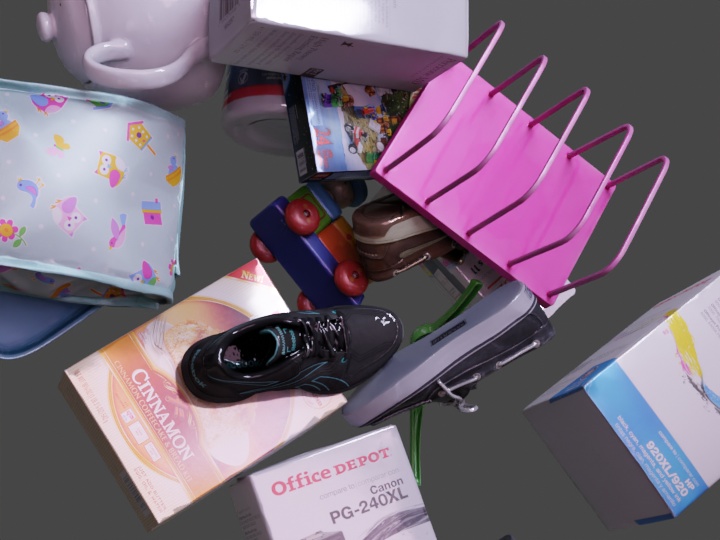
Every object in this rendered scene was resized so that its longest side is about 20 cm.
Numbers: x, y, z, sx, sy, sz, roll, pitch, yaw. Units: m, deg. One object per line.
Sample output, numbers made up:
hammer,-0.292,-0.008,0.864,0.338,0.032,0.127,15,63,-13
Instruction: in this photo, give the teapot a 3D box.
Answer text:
teapot,-0.210,-0.223,1.357,0.145,0.200,0.198,-14,81,-22

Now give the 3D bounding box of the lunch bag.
lunch bag,-0.244,-0.062,1.299,0.199,0.122,0.171,8,74,-22

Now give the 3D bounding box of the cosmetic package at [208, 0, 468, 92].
cosmetic package,-0.018,-0.207,1.289,0.199,0.102,0.074,6,75,-25

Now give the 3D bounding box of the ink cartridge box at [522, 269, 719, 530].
ink cartridge box,0.287,0.120,1.435,0.200,0.147,0.145,-36,87,-21

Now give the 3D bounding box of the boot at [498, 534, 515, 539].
boot,0.198,0.303,1.400,0.200,0.066,0.165,36,69,-7

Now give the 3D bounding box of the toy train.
toy train,0.000,0.000,1.429,0.200,0.085,0.116,51,51,-4

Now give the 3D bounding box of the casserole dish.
casserole dish,-0.279,-0.003,1.362,0.200,0.039,0.121,-36,87,-22

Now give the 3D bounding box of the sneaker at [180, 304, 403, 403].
sneaker,-0.049,0.070,1.310,0.199,0.079,0.076,-13,79,-21

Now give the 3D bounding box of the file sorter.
file sorter,0.142,-0.092,1.314,0.200,0.125,0.139,36,66,-12

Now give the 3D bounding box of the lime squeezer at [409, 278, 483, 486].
lime squeezer,0.067,0.095,1.426,0.038,0.071,0.201,7,105,-44

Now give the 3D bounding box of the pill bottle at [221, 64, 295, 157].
pill bottle,-0.061,-0.218,1.440,0.119,0.120,0.201,10,72,-14

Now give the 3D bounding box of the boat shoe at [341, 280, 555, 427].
boat shoe,0.078,0.089,1.353,0.199,0.074,0.068,-35,105,5

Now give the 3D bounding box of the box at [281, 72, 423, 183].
box,-0.003,-0.181,1.369,0.136,0.038,0.201,-5,80,-29

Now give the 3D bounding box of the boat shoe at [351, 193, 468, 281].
boat shoe,0.080,-0.044,1.399,0.202,0.075,0.075,-19,116,-26

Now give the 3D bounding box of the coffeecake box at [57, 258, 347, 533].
coffeecake box,-0.138,0.108,1.354,0.200,0.073,0.154,-31,85,-22

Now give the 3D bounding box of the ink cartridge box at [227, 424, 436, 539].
ink cartridge box,-0.011,0.251,1.347,0.145,0.083,0.201,-17,82,-20

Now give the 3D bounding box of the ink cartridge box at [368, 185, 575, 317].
ink cartridge box,0.118,-0.030,1.468,0.117,0.067,0.200,-41,89,-22
